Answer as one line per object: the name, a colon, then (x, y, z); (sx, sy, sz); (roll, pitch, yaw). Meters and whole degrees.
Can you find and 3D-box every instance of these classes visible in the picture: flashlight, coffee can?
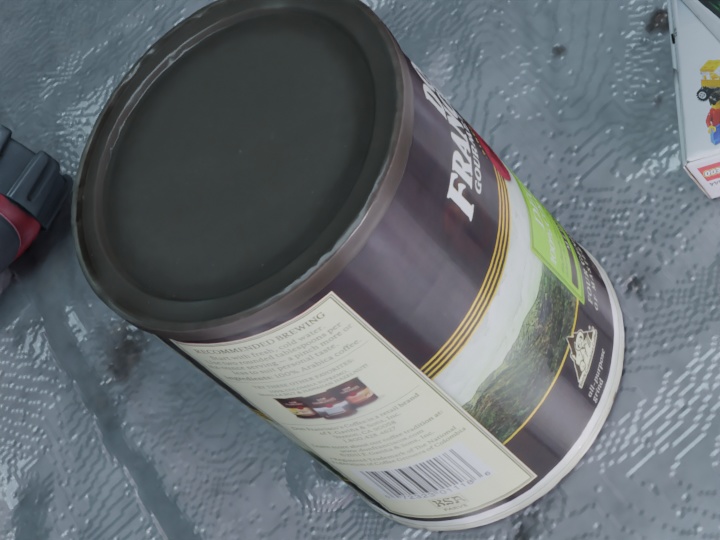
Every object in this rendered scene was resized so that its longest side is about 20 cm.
flashlight: (-0.219, 0.023, 1.149); (0.068, 0.068, 0.201); (17, 73, 44)
coffee can: (0.000, 0.000, 0.927); (0.145, 0.200, 0.147); (-16, 56, 25)

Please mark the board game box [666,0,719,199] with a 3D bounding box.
board game box: (0.225, -0.116, 0.957); (0.199, 0.035, 0.127); (-16, 57, 25)
